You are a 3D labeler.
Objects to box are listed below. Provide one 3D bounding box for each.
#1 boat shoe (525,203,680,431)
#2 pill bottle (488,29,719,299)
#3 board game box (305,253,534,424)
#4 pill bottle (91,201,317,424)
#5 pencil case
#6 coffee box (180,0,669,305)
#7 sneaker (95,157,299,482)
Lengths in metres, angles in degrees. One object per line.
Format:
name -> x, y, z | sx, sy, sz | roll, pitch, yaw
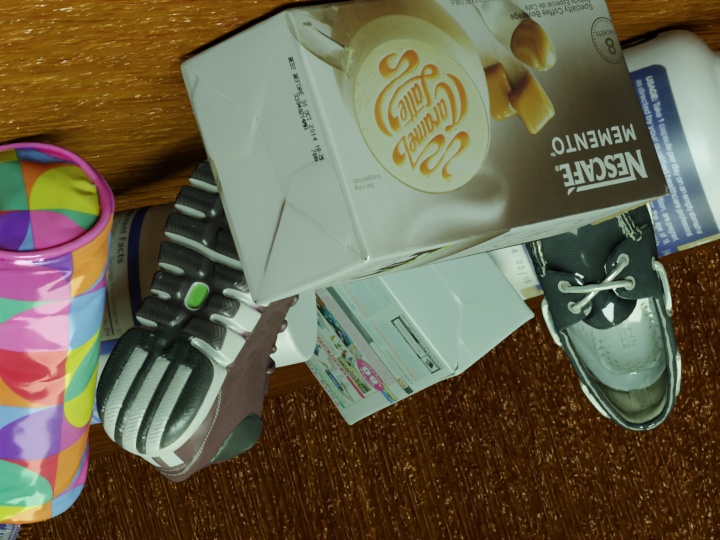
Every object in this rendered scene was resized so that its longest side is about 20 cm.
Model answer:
boat shoe -> 0.132, 0.009, 1.583 | 0.076, 0.060, 0.200 | -20, 136, 12
pill bottle -> 0.156, -0.066, 1.640 | 0.200, 0.120, 0.120 | -18, 175, 11
board game box -> 0.000, 0.000, 1.657 | 0.064, 0.148, 0.200 | -37, -178, -20
pill bottle -> -0.129, 0.024, 1.595 | 0.200, 0.112, 0.112 | -10, 177, 12
pencil case -> -0.163, 0.035, 1.391 | 0.088, 0.088, 0.200 | -14, 137, -26
coffee box -> 0.031, -0.061, 1.311 | 0.200, 0.115, 0.080 | -11, 172, -44
sneaker -> -0.063, 0.018, 1.500 | 0.076, 0.200, 0.116 | 25, 163, 21
